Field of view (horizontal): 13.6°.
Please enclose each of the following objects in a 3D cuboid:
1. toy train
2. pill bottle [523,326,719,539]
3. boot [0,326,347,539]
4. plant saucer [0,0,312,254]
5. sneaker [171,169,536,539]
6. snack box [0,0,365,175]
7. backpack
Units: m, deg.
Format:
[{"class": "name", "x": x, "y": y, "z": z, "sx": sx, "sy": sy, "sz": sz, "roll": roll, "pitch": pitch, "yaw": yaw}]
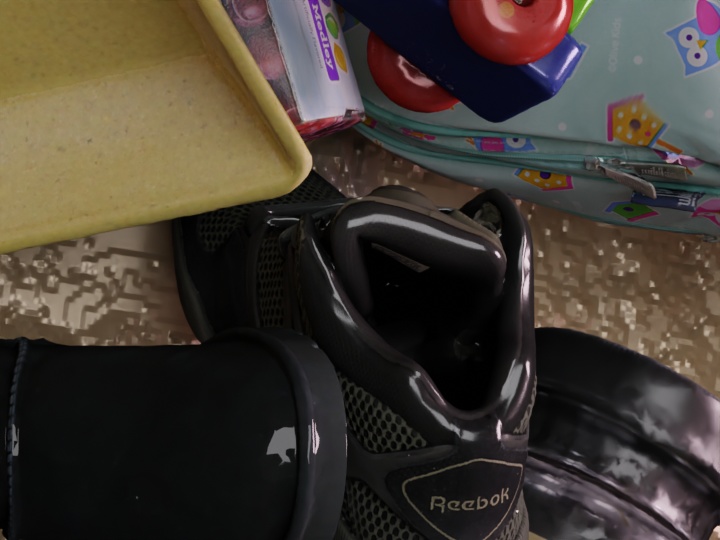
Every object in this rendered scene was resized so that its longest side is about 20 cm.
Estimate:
[{"class": "toy train", "x": -0.006, "y": -0.142, "z": 0.817, "sx": 0.200, "sy": 0.085, "sz": 0.116, "roll": 38, "pitch": 72, "yaw": -10}, {"class": "pill bottle", "x": 0.043, "y": 0.124, "z": 0.918, "sx": 0.112, "sy": 0.112, "sz": 0.201, "roll": 31, "pitch": 74, "yaw": -12}, {"class": "boot", "x": -0.112, "y": 0.048, "z": 0.836, "sx": 0.162, "sy": 0.198, "sz": 0.074, "roll": 3, "pitch": 89, "yaw": -26}, {"class": "plant saucer", "x": -0.136, "y": -0.083, "z": 0.811, "sx": 0.199, "sy": 0.200, "sz": 0.049, "roll": -11, "pitch": 49, "yaw": 19}, {"class": "sneaker", "x": 0.000, "y": 0.000, "z": 0.876, "sx": 0.076, "sy": 0.200, "sz": 0.115, "roll": -4, "pitch": 126, "yaw": -19}, {"class": "snack box", "x": -0.094, "y": -0.120, "z": 0.897, "sx": 0.142, "sy": 0.053, "sz": 0.201, "roll": -17, "pitch": 87, "yaw": 25}, {"class": "backpack", "x": 0.079, "y": -0.090, "z": 0.925, "sx": 0.199, "sy": 0.127, "sz": 0.168, "roll": 6, "pitch": 82, "yaw": 15}]
